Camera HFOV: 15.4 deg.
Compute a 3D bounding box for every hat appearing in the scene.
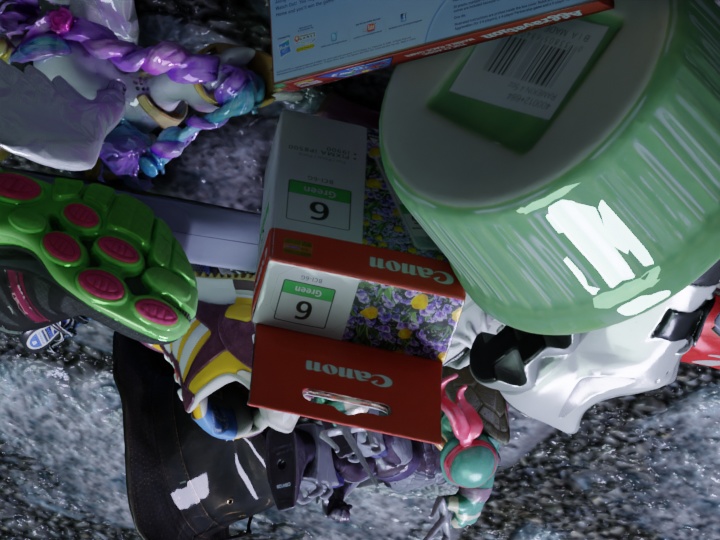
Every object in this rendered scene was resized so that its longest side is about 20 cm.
[{"bbox_3d":[-0.090,0.116,1.731,0.081,0.201,0.201,-14,138,13],"label":"hat"}]

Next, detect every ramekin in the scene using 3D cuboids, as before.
[{"bbox_3d":[0.105,-0.077,1.345,0.199,0.201,0.098,-12,141,34],"label":"ramekin"}]

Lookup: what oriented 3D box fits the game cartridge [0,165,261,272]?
[{"bbox_3d":[-0.139,-0.031,1.565,0.199,0.041,0.133,12,-175,39],"label":"game cartridge"}]

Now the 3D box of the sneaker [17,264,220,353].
[{"bbox_3d":[-0.181,0.016,1.695,0.199,0.089,0.079,-2,142,21],"label":"sneaker"}]

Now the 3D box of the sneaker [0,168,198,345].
[{"bbox_3d":[-0.172,-0.004,1.477,0.199,0.077,0.084,22,143,24],"label":"sneaker"}]

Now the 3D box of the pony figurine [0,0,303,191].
[{"bbox_3d":[-0.154,-0.113,1.474,0.193,0.167,0.200,23,158,-34],"label":"pony figurine"}]

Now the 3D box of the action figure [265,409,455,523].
[{"bbox_3d":[0.014,0.124,1.744,0.130,0.070,0.200,-28,158,23],"label":"action figure"}]

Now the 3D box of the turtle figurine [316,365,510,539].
[{"bbox_3d":[0.046,0.090,1.613,0.100,0.200,0.150,-29,120,12],"label":"turtle figurine"}]

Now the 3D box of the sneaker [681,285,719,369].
[{"bbox_3d":[0.155,0.041,1.596,0.199,0.085,0.077,11,146,7],"label":"sneaker"}]

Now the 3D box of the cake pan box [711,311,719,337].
[{"bbox_3d":[0.312,0.021,1.392,0.200,0.052,0.185,41,119,18],"label":"cake pan box"}]

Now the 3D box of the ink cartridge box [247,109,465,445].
[{"bbox_3d":[0.000,0.000,1.421,0.108,0.200,0.050,12,128,-7],"label":"ink cartridge box"}]

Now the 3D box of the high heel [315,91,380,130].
[{"bbox_3d":[0.011,-0.018,1.587,0.096,0.067,0.200,25,134,13],"label":"high heel"}]

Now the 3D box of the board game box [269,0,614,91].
[{"bbox_3d":[0.036,-0.161,1.353,0.199,0.103,0.019,-11,167,35],"label":"board game box"}]

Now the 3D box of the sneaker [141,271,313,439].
[{"bbox_3d":[-0.089,0.053,1.574,0.075,0.090,0.200,24,166,-27],"label":"sneaker"}]

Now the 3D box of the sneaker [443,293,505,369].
[{"bbox_3d":[0.073,0.015,1.528,0.199,0.081,0.075,-17,137,20],"label":"sneaker"}]

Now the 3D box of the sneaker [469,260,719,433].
[{"bbox_3d":[0.161,0.015,1.469,0.200,0.074,0.088,-38,121,21],"label":"sneaker"}]
